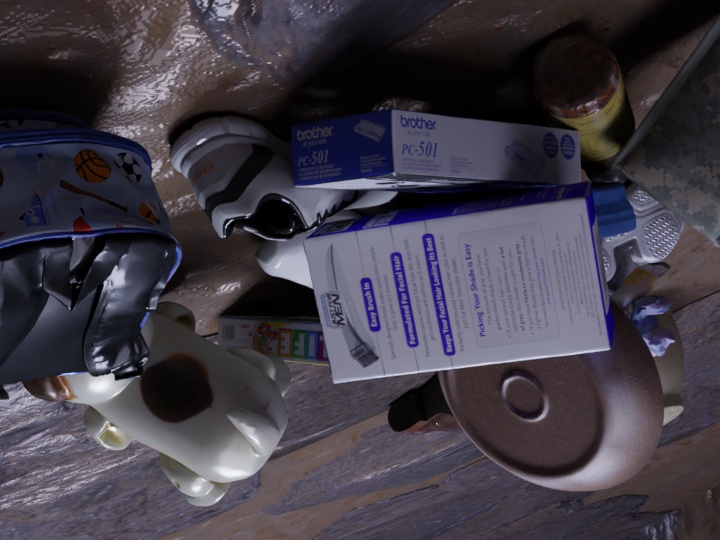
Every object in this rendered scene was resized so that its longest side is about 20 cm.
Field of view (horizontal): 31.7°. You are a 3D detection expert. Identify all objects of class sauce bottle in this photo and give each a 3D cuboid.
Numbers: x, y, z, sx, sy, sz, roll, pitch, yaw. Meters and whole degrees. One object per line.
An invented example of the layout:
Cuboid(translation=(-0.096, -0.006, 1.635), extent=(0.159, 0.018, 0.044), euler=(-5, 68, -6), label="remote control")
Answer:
Cuboid(translation=(0.178, -0.116, 0.980), extent=(0.066, 0.066, 0.200), euler=(-26, 160, 9), label="sauce bottle")

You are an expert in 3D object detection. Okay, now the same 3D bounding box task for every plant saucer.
Cuboid(translation=(0.132, 0.089, 0.970), extent=(0.037, 0.200, 0.200), euler=(-33, 171, -45), label="plant saucer")

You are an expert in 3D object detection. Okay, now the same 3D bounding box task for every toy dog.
Cuboid(translation=(-0.166, 0.089, 0.978), extent=(0.140, 0.200, 0.194), euler=(-56, -164, -1), label="toy dog")

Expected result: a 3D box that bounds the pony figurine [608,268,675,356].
Cuboid(translation=(0.170, 0.048, 1.049), extent=(0.200, 0.193, 0.167), euler=(-11, 133, -40), label="pony figurine")

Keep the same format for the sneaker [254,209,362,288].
Cuboid(translation=(0.000, 0.000, 1.053), extent=(0.200, 0.080, 0.070), euler=(5, 147, -46), label="sneaker")

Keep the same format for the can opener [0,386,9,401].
Cuboid(translation=(-0.343, 0.070, 0.948), extent=(0.200, 0.053, 0.067), euler=(13, 107, -54), label="can opener")

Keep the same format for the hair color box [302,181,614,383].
Cuboid(translation=(0.070, 0.009, 0.889), extent=(0.200, 0.109, 0.065), euler=(-8, -168, 14), label="hair color box")

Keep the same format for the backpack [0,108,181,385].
Cuboid(translation=(-0.200, -0.010, 0.748), extent=(0.200, 0.154, 0.190), euler=(-12, 164, -39), label="backpack")

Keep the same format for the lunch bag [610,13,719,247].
Cuboid(translation=(0.308, -0.110, 0.919), extent=(0.200, 0.164, 0.118), euler=(-55, 166, 16), label="lunch bag")

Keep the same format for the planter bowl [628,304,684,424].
Cuboid(translation=(0.327, 0.141, 1.606), extent=(0.200, 0.135, 0.200), euler=(-20, 158, -8), label="planter bowl")

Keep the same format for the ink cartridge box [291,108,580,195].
Cuboid(translation=(0.057, -0.078, 0.875), extent=(0.094, 0.044, 0.200), euler=(-3, 179, 44), label="ink cartridge box")

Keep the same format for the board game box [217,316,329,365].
Cuboid(translation=(-0.010, 0.063, 1.111), extent=(0.200, 0.034, 0.134), euler=(2, 179, 44), label="board game box")

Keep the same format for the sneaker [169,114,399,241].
Cuboid(translation=(-0.043, -0.054, 0.893), extent=(0.200, 0.080, 0.074), euler=(-1, 148, -45), label="sneaker")

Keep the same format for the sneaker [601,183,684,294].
Cuboid(translation=(0.230, -0.022, 1.228), extent=(0.200, 0.075, 0.114), euler=(-54, -161, 0), label="sneaker")

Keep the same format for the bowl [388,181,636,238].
Cuboid(translation=(0.116, -0.042, 1.006), extent=(0.200, 0.039, 0.201), euler=(-7, -176, 0), label="bowl")

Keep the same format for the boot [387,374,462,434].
Cuboid(translation=(0.160, 0.162, 1.586), extent=(0.186, 0.064, 0.200), euler=(-23, 159, 38), label="boot")
